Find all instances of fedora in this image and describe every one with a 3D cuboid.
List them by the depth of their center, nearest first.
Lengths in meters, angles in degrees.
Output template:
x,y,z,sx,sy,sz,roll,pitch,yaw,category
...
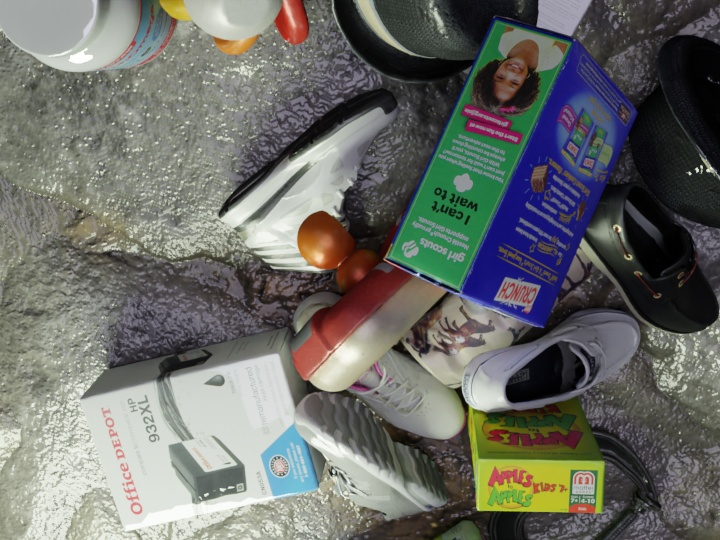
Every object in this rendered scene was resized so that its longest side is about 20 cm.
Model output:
x,y,z,sx,sy,sz,roll,pitch,yaw,category
0.076,-0.223,0.782,0.200,0.092,0.201,-19,130,-24,fedora
0.304,-0.103,0.874,0.201,0.201,0.092,47,135,-7,fedora

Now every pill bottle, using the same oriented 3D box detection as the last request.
x,y,z,sx,sy,sz,roll,pitch,yaw,category
-0.226,-0.221,0.838,0.109,0.200,0.109,1,103,4,pill bottle

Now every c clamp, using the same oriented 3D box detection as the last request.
x,y,z,sx,sy,sz,roll,pitch,yaw,category
0.225,0.262,1.014,0.171,0.027,0.200,35,104,1,c clamp

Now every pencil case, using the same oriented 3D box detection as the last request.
x,y,z,sx,sy,sz,roll,pitch,yaw,category
0.124,0.025,0.935,0.200,0.078,0.089,-43,92,11,pencil case

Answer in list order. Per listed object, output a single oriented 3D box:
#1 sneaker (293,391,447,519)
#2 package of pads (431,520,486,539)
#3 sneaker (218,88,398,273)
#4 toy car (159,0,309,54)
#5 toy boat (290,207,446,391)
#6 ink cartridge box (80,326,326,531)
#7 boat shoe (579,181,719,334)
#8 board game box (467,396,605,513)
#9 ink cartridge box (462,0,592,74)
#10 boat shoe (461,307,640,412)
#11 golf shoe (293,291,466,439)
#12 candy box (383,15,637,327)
x,y,z,sx,sy,sz,roll,pitch,yaw,category
-0.001,0.190,0.955,0.082,0.075,0.200,-35,125,19,sneaker
0.139,0.355,0.972,0.068,0.155,0.200,-33,99,3,package of pads
-0.023,-0.073,0.934,0.200,0.076,0.115,-36,107,19,sneaker
-0.069,-0.269,0.854,0.200,0.175,0.150,-43,132,11,toy car
0.000,0.000,0.869,0.131,0.200,0.131,46,140,3,toy boat
-0.149,0.154,0.979,0.200,0.084,0.145,-14,102,7,ink cartridge box
0.265,-0.005,0.894,0.201,0.063,0.074,41,63,-29,boat shoe
0.150,0.149,0.899,0.101,0.200,0.048,1,103,3,board game box
0.159,-0.254,0.890,0.095,0.037,0.200,28,106,-2,ink cartridge box
0.188,0.086,0.907,0.200,0.065,0.074,-21,102,-27,boat shoe
0.016,0.104,0.955,0.200,0.092,0.075,36,101,-6,golf shoe
0.124,-0.068,0.788,0.077,0.169,0.200,24,91,32,candy box
